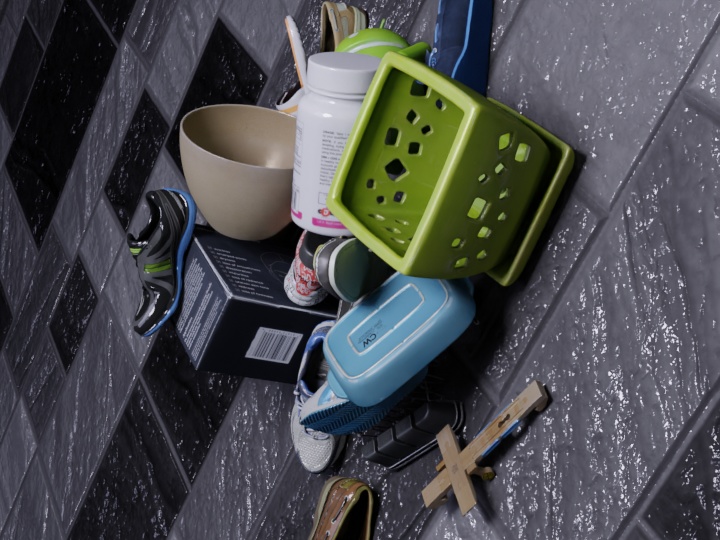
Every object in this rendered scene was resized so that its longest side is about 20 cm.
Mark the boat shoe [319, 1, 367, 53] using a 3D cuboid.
[{"bbox_3d":[-0.040,-0.282,1.686,0.072,0.076,0.200,-20,64,52],"label":"boat shoe"}]

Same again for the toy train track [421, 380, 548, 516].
[{"bbox_3d":[0.142,0.196,1.318,0.200,0.032,0.115,-50,36,27],"label":"toy train track"}]

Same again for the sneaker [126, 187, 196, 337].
[{"bbox_3d":[-0.275,-0.012,1.581,0.071,0.083,0.200,10,88,56],"label":"sneaker"}]

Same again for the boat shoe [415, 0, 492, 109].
[{"bbox_3d":[0.114,-0.251,1.458,0.069,0.084,0.200,-1,64,36],"label":"boat shoe"}]

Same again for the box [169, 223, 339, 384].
[{"bbox_3d":[-0.147,0.046,1.630,0.124,0.200,0.197,-62,37,21],"label":"box"}]

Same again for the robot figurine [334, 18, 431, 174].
[{"bbox_3d":[0.024,-0.224,1.538,0.175,0.116,0.200,-35,53,38],"label":"robot figurine"}]

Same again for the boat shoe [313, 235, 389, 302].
[{"bbox_3d":[-0.020,-0.004,1.365,0.060,0.201,0.072,10,92,16],"label":"boat shoe"}]

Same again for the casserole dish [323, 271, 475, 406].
[{"bbox_3d":[0.036,0.062,1.329,0.200,0.039,0.121,-41,43,4],"label":"casserole dish"}]

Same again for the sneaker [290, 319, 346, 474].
[{"bbox_3d":[-0.058,0.165,1.533,0.077,0.085,0.201,6,95,12],"label":"sneaker"}]

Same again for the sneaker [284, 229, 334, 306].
[{"bbox_3d":[-0.048,-0.040,1.586,0.202,0.067,0.108,-69,3,-49],"label":"sneaker"}]

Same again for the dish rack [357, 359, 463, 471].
[{"bbox_3d":[0.046,0.125,1.459,0.153,0.054,0.200,-39,48,41],"label":"dish rack"}]

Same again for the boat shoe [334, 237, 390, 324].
[{"bbox_3d":[0.000,0.000,1.503,0.071,0.064,0.200,-17,48,62],"label":"boat shoe"}]

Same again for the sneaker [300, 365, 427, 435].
[{"bbox_3d":[0.002,0.128,1.415,0.200,0.076,0.081,-39,41,32],"label":"sneaker"}]

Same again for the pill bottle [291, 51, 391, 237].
[{"bbox_3d":[-0.021,-0.151,1.424,0.113,0.113,0.200,39,130,53],"label":"pill bottle"}]

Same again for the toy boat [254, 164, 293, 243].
[{"bbox_3d":[-0.173,-0.095,1.754,0.131,0.130,0.200,36,111,24],"label":"toy boat"}]

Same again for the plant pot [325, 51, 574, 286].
[{"bbox_3d":[0.107,-0.104,1.323,0.200,0.181,0.199,45,116,52],"label":"plant pot"}]

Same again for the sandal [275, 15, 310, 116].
[{"bbox_3d":[-0.094,-0.254,1.693,0.079,0.059,0.207,-99,-5,-72],"label":"sandal"}]

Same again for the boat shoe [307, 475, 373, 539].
[{"bbox_3d":[-0.030,0.356,1.478,0.068,0.072,0.201,0,80,57],"label":"boat shoe"}]

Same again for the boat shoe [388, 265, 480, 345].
[{"bbox_3d":[0.091,0.015,1.411,0.070,0.066,0.200,-62,32,27],"label":"boat shoe"}]

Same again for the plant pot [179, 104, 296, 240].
[{"bbox_3d":[-0.146,-0.120,1.588,0.200,0.200,0.135,52,137,49],"label":"plant pot"}]
